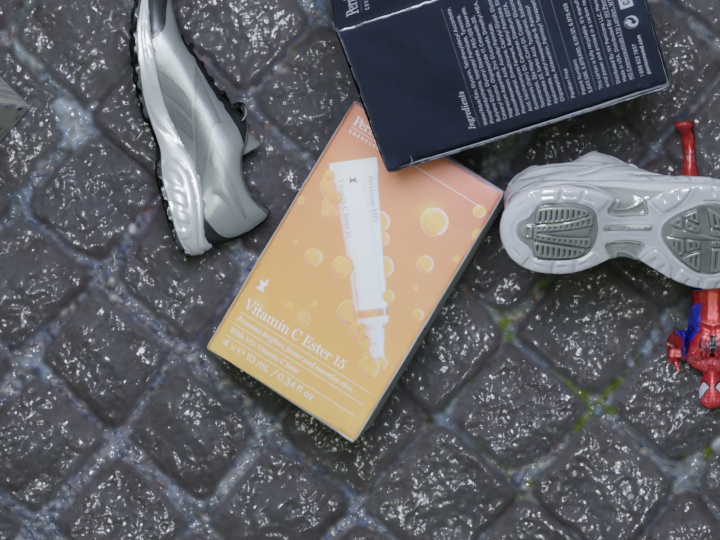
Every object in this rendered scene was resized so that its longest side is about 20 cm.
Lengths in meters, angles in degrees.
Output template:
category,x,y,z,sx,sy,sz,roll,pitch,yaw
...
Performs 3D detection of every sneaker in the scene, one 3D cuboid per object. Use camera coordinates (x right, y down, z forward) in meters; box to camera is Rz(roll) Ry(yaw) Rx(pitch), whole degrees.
category,x,y,z,sx,sy,sz,roll,pitch,yaw
sneaker,-0.118,-0.115,1.747,0.079,0.074,0.202,-15,96,-4
sneaker,0.189,-0.046,1.655,0.198,0.100,0.078,7,118,-7

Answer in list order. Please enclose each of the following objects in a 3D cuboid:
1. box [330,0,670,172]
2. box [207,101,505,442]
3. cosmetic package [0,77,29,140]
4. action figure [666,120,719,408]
category,x,y,z,sx,sy,sz,roll,pitch,yaw
box,0.084,-0.190,1.645,0.195,0.201,0.124,-18,125,6
box,0.000,0.000,1.718,0.124,0.097,0.201,31,93,4
cosmetic package,-0.336,-0.163,1.745,0.200,0.104,0.073,45,95,4
action figure,0.243,-0.002,1.699,0.065,0.099,0.202,0,93,7
